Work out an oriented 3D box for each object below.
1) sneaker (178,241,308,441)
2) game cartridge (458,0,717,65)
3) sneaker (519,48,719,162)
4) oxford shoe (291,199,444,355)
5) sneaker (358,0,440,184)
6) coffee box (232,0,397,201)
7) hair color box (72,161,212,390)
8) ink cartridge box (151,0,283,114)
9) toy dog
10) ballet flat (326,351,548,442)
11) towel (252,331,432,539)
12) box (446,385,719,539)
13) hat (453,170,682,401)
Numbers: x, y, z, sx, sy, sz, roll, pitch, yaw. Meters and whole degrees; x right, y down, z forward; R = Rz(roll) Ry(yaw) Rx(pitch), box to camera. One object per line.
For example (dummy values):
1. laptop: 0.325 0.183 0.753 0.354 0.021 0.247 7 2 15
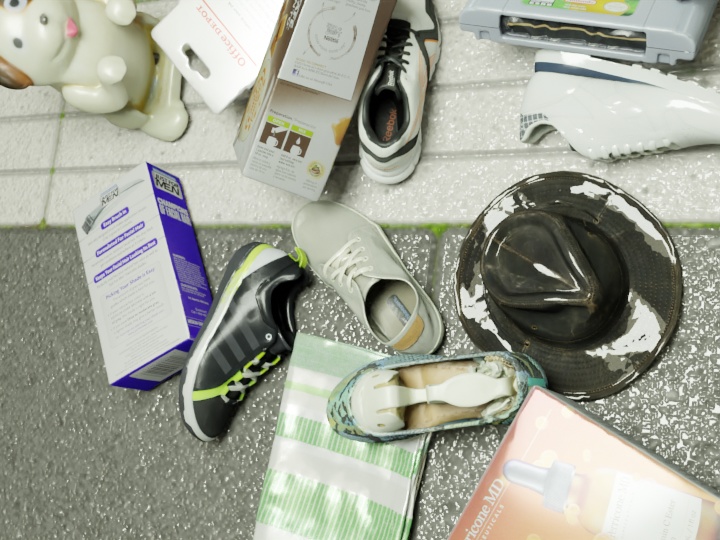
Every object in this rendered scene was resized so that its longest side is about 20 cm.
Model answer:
1. sneaker: -0.105 0.070 0.890 0.082 0.071 0.204 19 90 25
2. game cartridge: 0.196 -0.234 0.801 0.197 0.041 0.134 14 48 24
3. sneaker: 0.225 -0.124 0.783 0.198 0.076 0.082 21 96 35
4. oxford shoe: 0.000 0.000 0.866 0.075 0.057 0.200 -49 60 12
5. sneaker: 0.036 -0.187 0.873 0.072 0.080 0.204 2 79 6
6. coffee box: -0.045 -0.182 0.864 0.115 0.078 0.203 -120 50 -65
7. hair color box: -0.218 0.006 0.967 0.108 0.065 0.203 -28 67 21
8. ink cartridge box: -0.099 -0.262 0.952 0.199 0.067 0.116 -41 87 12
9. toy dog: -0.290 -0.233 0.978 0.191 0.199 0.142 17 94 33
10. ballet flat: 0.052 0.100 0.775 0.197 0.074 0.076 -14 72 20
11. towel: -0.015 0.169 0.838 0.150 0.023 0.204 11 86 24
12. box: 0.184 0.204 0.693 0.198 0.106 0.154 31 92 27
13. hat: 0.158 0.002 0.772 0.197 0.081 0.205 -7 74 24
